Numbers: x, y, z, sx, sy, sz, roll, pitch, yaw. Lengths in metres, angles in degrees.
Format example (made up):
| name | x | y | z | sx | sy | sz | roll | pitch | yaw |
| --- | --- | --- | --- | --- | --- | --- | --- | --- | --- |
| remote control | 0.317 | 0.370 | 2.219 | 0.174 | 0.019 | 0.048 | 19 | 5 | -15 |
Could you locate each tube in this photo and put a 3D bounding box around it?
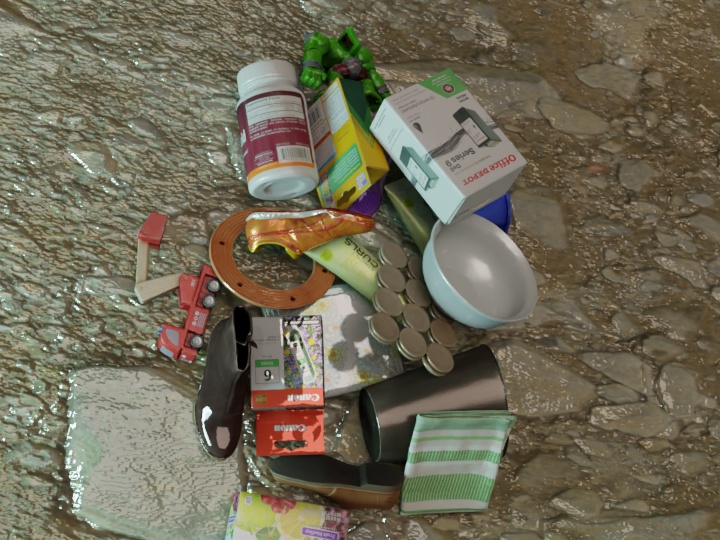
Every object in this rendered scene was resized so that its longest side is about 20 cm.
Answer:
| name | x | y | z | sx | sy | sz | roll | pitch | yaw |
| --- | --- | --- | --- | --- | --- | --- | --- | --- | --- |
| tube | 0.109 | -0.061 | 1.691 | 0.052 | 0.058 | 0.201 | -31 | 86 | -5 |
| tube | 0.000 | 0.000 | 1.604 | 0.200 | 0.052 | 0.058 | 41 | 40 | -1 |

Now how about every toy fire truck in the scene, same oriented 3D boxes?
| name | x | y | z | sx | sy | sz | roll | pitch | yaw |
| --- | --- | --- | --- | --- | --- | --- | --- | --- | --- |
| toy fire truck | -0.285 | 0.026 | 1.558 | 0.140 | 0.049 | 0.201 | 18 | 69 | -10 |

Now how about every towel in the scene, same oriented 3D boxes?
| name | x | y | z | sx | sy | sz | roll | pitch | yaw |
| --- | --- | --- | --- | --- | --- | --- | --- | --- | --- |
| towel | -0.042 | 0.110 | 1.610 | 0.199 | 0.048 | 0.172 | -10 | 79 | -19 |
| towel | 0.141 | 0.288 | 1.539 | 0.152 | 0.201 | 0.023 | 1 | 36 | -14 |

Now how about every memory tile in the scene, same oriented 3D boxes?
| name | x | y | z | sx | sy | sz | roll | pitch | yaw |
| --- | --- | --- | --- | --- | --- | --- | --- | --- | --- |
| memory tile | 0.083 | 0.056 | 1.569 | 0.153 | 0.017 | 0.201 | 28 | 42 | -18 |

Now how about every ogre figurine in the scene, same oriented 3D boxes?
| name | x | y | z | sx | sy | sz | roll | pitch | yaw |
| --- | --- | --- | --- | --- | --- | --- | --- | --- | --- |
| ogre figurine | -0.025 | -0.331 | 1.722 | 0.199 | 0.098 | 0.120 | -2 | 63 | -24 |

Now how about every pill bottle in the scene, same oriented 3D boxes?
| name | x | y | z | sx | sy | sz | roll | pitch | yaw |
| --- | --- | --- | --- | --- | --- | --- | --- | --- | --- |
| pill bottle | -0.136 | -0.223 | 1.649 | 0.114 | 0.114 | 0.201 | -5 | 74 | -18 |

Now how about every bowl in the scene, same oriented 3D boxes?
| name | x | y | z | sx | sy | sz | roll | pitch | yaw |
| --- | --- | --- | --- | --- | --- | --- | --- | --- | --- |
| bowl | 0.166 | 0.015 | 1.591 | 0.200 | 0.090 | 0.202 | 22 | 46 | -25 |

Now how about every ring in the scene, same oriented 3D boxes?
| name | x | y | z | sx | sy | sz | roll | pitch | yaw |
| --- | --- | --- | --- | --- | --- | --- | --- | --- | --- |
| ring | -0.136 | -0.017 | 1.602 | 0.199 | 0.019 | 0.201 | 12 | 48 | -13 |

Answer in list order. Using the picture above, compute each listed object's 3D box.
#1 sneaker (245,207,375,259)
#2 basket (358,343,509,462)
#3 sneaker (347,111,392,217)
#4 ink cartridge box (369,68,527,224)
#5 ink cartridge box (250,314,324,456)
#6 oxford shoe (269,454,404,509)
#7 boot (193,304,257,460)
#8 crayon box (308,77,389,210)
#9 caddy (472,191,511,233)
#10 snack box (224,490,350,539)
| name | x | y | z | sx | sy | sz | roll | pitch | yaw |
| --- | --- | --- | --- | --- | --- | --- | --- | --- | --- |
| sneaker | -0.074 | -0.057 | 1.572 | 0.199 | 0.073 | 0.078 | -3 | 93 | 11 |
| basket | 0.108 | 0.218 | 1.576 | 0.199 | 0.136 | 0.181 | -9 | 100 | -14 |
| sneaker | 0.018 | -0.179 | 1.696 | 0.080 | 0.088 | 0.201 | 19 | 70 | -12 |
| ink cartridge box | 0.135 | -0.190 | 1.584 | 0.146 | 0.084 | 0.200 | -30 | 75 | -31 |
| ink cartridge box | -0.106 | 0.169 | 1.523 | 0.108 | 0.050 | 0.201 | -2 | 78 | -2 |
| oxford shoe | -0.039 | 0.321 | 1.535 | 0.199 | 0.072 | 0.071 | 11 | 29 | 0 |
| boot | -0.191 | 0.162 | 1.480 | 0.072 | 0.166 | 0.201 | 4 | 72 | -16 |
| crayon box | -0.026 | -0.185 | 1.642 | 0.051 | 0.126 | 0.201 | 4 | 59 | -39 |
| caddy | 0.188 | -0.143 | 1.709 | 0.104 | 0.141 | 0.201 | -12 | 78 | -17 |
| snack box | -0.114 | 0.429 | 1.473 | 0.168 | 0.068 | 0.201 | 13 | 71 | -14 |
